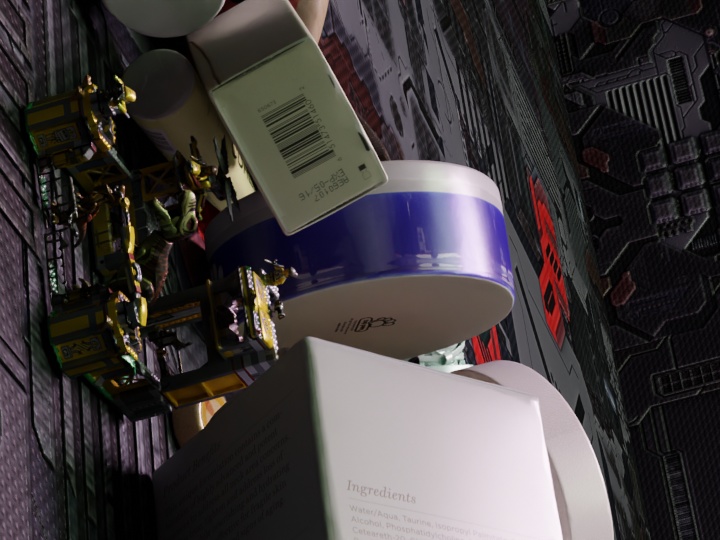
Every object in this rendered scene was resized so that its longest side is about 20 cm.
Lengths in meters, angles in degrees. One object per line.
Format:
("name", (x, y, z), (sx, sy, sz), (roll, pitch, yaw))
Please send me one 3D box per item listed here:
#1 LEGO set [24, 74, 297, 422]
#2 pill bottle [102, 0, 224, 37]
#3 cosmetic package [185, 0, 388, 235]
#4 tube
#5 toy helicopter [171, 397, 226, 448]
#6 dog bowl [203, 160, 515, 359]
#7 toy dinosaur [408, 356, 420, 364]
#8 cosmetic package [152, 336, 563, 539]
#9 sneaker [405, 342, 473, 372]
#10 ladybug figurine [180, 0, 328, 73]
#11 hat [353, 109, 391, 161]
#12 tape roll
("LEGO set", (-0.103, -0.016, 1.414), (0.154, 0.116, 0.200), (60, 17, -53))
("pill bottle", (-0.121, -0.237, 1.637), (0.200, 0.111, 0.111), (-91, 162, -52))
("cosmetic package", (-0.048, -0.101, 1.565), (0.104, 0.073, 0.200), (62, -1, -15))
("tube", (-0.103, -0.079, 1.685), (0.200, 0.052, 0.058), (59, 38, -62))
("toy helicopter", (-0.062, 0.125, 1.606), (0.200, 0.079, 0.133), (34, 50, -57))
("dog bowl", (0.000, 0.000, 1.691), (0.200, 0.199, 0.079), (44, 35, -69))
("toy dinosaur", (-0.009, 0.074, 1.848), (0.200, 0.102, 0.136), (47, 4, -21))
("cosmetic package", (0.002, 0.173, 1.399), (0.166, 0.167, 0.200), (15, 51, -31))
("sneaker", (0.059, 0.067, 1.893), (0.201, 0.074, 0.118), (62, -42, 33))
("ladybug figurine", (-0.074, -0.179, 1.744), (0.200, 0.072, 0.136), (123, -34, -57))
("hat", (-0.014, -0.069, 1.904), (0.201, 0.081, 0.201), (62, -1, 2))
("tape roll", (0.102, 0.162, 1.752), (0.203, 0.037, 0.203), (32, -52, 54))
